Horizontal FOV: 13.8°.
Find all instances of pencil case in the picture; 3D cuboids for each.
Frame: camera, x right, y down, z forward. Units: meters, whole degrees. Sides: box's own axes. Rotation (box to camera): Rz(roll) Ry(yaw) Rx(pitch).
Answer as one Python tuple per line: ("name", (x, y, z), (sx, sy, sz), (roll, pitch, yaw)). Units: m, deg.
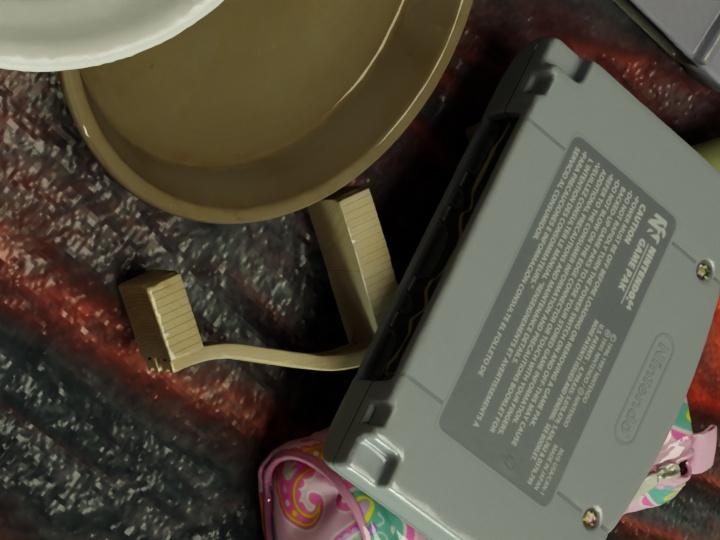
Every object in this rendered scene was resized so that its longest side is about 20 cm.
("pencil case", (0.054, 0.084, 1.246), (0.199, 0.087, 0.088), (-17, 121, -35))

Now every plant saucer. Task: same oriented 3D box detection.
("plant saucer", (-0.036, -0.115, 1.106), (0.199, 0.029, 0.201), (-20, 123, -34))

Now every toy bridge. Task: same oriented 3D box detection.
("toy bridge", (0.000, 0.000, 1.180), (0.199, 0.027, 0.068), (-25, 104, -31))

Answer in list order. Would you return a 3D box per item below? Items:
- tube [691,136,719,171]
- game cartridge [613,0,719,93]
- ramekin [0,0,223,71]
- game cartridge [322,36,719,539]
("tube", (0.125, -0.018, 1.286), (0.199, 0.052, 0.058), (-18, 81, -24))
("game cartridge", (0.135, -0.172, 1.230), (0.130, 0.038, 0.200), (-55, 136, -1))
("ramekin", (-0.113, -0.171, 0.941), (0.200, 0.098, 0.202), (-11, 111, -30))
("game cartridge", (0.076, 0.025, 1.194), (0.133, 0.040, 0.201), (37, 69, -26))
